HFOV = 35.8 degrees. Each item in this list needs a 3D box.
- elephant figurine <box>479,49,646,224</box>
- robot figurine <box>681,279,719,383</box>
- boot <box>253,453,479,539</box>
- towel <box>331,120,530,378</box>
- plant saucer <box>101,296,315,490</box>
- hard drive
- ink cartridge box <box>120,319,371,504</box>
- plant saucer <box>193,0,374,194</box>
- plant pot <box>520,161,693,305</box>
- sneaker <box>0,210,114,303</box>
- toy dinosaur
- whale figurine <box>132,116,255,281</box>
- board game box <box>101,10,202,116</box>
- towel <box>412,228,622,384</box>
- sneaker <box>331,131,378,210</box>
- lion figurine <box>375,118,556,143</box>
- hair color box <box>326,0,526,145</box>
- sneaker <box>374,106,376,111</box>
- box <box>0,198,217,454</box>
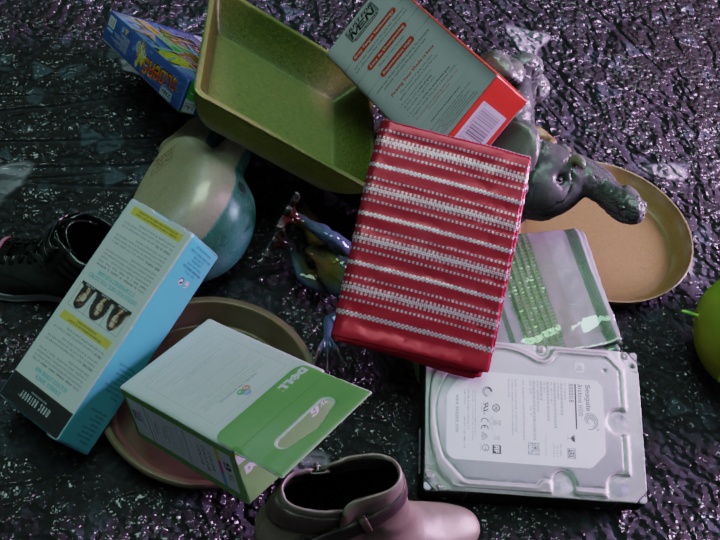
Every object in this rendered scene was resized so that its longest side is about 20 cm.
[{"bbox_3d":[0.153,-0.104,1.084,0.140,0.155,0.202,6,55,-40],"label":"elephant figurine"},{"bbox_3d":[0.407,0.051,1.067,0.197,0.116,0.177,-11,57,-17],"label":"robot figurine"},{"bbox_3d":[0.014,0.190,0.862,0.197,0.147,0.071,-12,53,-18],"label":"boot"},{"bbox_3d":[0.063,-0.018,0.975,0.142,0.022,0.203,13,83,-2],"label":"towel"},{"bbox_3d":[-0.134,0.109,0.987,0.197,0.030,0.202,5,50,-5],"label":"plant saucer"},{"bbox_3d":[0.149,0.135,0.983,0.197,0.038,0.142,6,65,-6],"label":"hard drive"},{"bbox_3d":[-0.088,0.115,0.882,0.198,0.060,0.104,19,44,41],"label":"ink cartridge box"},{"bbox_3d":[-0.078,-0.167,1.092,0.198,0.048,0.201,27,36,-23],"label":"plant saucer"},{"bbox_3d":[0.251,-0.037,1.177,0.197,0.028,0.202,4,48,-5],"label":"plant pot"},{"bbox_3d":[-0.292,-0.019,1.024,0.197,0.100,0.071,14,50,5],"label":"sneaker"},{"bbox_3d":[0.000,0.000,1.051,0.180,0.106,0.201,31,33,-3],"label":"toy dinosaur"},{"bbox_3d":[-0.159,-0.069,1.091,0.158,0.104,0.201,-36,33,18],"label":"whale figurine"},{"bbox_3d":[-0.173,-0.210,1.178,0.134,0.035,0.200,9,24,-41],"label":"board game box"},{"bbox_3d":[0.138,0.034,1.080,0.197,0.031,0.151,-9,53,-4],"label":"towel"},{"bbox_3d":[0.011,-0.089,1.120,0.198,0.076,0.106,30,18,18],"label":"sneaker"},{"bbox_3d":[0.116,-0.136,1.215,0.198,0.073,0.123,-21,58,-32],"label":"lion figurine"},{"bbox_3d":[0.059,-0.186,1.071,0.061,0.102,0.200,26,20,-48],"label":"hair color box"},{"bbox_3d":[-0.041,-0.206,1.246,0.199,0.075,0.087,-30,55,-30],"label":"sneaker"},{"bbox_3d":[-0.212,0.046,0.945,0.082,0.049,0.201,28,80,31],"label":"box"}]
